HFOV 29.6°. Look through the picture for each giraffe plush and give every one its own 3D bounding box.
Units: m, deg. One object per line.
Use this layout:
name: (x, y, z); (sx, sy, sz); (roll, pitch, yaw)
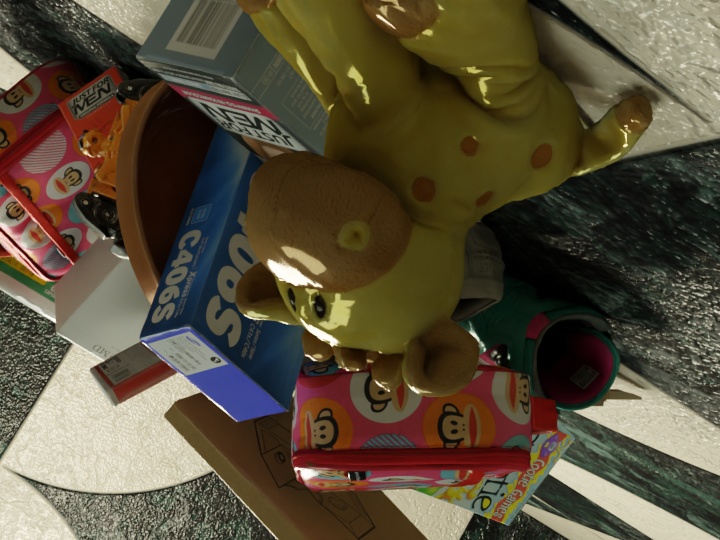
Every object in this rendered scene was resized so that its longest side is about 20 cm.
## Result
giraffe plush: (0.010, -0.040, 0.600); (0.200, 0.162, 0.172); (35, 170, -23)

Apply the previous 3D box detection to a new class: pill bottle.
pill bottle: (-0.286, -0.049, 1.393); (0.113, 0.200, 0.113); (30, 171, 5)

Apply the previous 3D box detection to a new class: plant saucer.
plant saucer: (-0.088, -0.031, 0.888); (0.032, 0.201, 0.200); (-16, 143, 33)

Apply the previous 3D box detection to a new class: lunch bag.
lunch bag: (0.043, 0.104, 0.915); (0.176, 0.082, 0.200); (-2, 170, -1)
lunch bag: (-0.287, -0.079, 1.239); (0.082, 0.176, 0.200); (46, 172, 26)

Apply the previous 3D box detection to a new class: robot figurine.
robot figurine: (-0.111, -0.055, 0.994); (0.200, 0.145, 0.058); (22, 158, -12)

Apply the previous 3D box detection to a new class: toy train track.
toy train track: (0.174, 0.091, 1.189); (0.114, 0.033, 0.200); (1, -179, -6)

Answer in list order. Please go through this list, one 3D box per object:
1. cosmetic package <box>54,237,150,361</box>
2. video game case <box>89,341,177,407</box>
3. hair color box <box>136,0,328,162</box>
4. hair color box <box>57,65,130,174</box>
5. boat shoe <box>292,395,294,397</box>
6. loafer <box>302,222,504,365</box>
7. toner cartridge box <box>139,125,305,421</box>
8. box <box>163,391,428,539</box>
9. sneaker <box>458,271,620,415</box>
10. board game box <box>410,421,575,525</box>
cosmetic package: (-0.181, -0.006, 1.257); (0.108, 0.200, 0.085); (34, -163, -29)
video game case: (-0.133, 0.052, 1.163); (0.017, 0.200, 0.143); (64, 167, -10)
hair color box: (-0.023, -0.085, 0.792); (0.099, 0.061, 0.200); (21, 167, 48)
hair color box: (-0.160, -0.059, 1.101); (0.200, 0.061, 0.102); (57, -176, 23)
boat shoe: (0.028, 0.121, 1.359); (0.075, 0.200, 0.062); (-129, 21, -62)
loafer: (0.016, 0.034, 0.956); (0.200, 0.070, 0.070); (-33, 143, 33)
toner cartridge box: (-0.064, -0.017, 0.847); (0.043, 0.200, 0.095); (-13, 137, 34)
box: (-0.040, 0.161, 1.020); (0.200, 0.021, 0.163); (46, -164, 11)
sneaker: (0.141, 0.064, 1.024); (0.121, 0.084, 0.200); (32, 176, 33)
board game box: (0.073, 0.132, 1.182); (0.200, 0.103, 0.105); (27, -169, -43)
